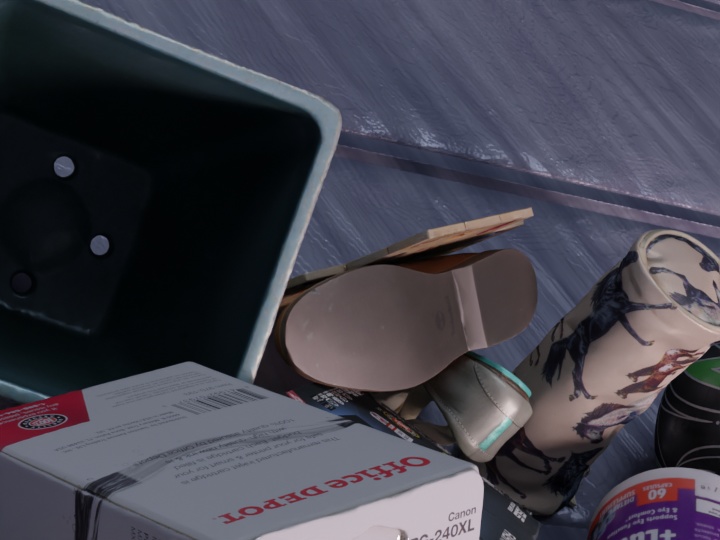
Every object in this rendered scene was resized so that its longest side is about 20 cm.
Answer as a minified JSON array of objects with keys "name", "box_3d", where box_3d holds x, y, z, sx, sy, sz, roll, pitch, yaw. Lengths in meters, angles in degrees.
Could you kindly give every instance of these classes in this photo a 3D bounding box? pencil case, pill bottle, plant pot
[{"name":"pencil case","box_3d":[0.149,0.063,1.207,0.089,0.200,0.078,15,38,-34]},{"name":"pill bottle","box_3d":[0.177,0.211,1.112,0.111,0.111,0.200,27,32,-7]},{"name":"plant pot","box_3d":[-0.154,-0.024,1.062,0.196,0.196,0.200,21,-6,-17]}]

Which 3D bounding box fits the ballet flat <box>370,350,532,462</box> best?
[{"name":"ballet flat","box_3d":[0.035,0.065,1.225,0.067,0.064,0.200,40,-4,-28]}]

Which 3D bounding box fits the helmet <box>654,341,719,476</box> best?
[{"name":"helmet","box_3d":[0.285,0.114,1.261,0.190,0.200,0.200,-17,39,7]}]

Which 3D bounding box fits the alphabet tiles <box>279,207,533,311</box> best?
[{"name":"alphabet tiles","box_3d":[0.000,0.000,1.190,0.167,0.200,0.008,-13,83,-49]}]

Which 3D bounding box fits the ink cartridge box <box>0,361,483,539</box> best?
[{"name":"ink cartridge box","box_3d":[-0.066,0.112,0.864,0.145,0.084,0.200,-12,20,-42]}]

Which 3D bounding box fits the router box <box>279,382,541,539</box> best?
[{"name":"router box","box_3d":[0.016,0.127,1.063,0.150,0.062,0.200,37,5,6]}]

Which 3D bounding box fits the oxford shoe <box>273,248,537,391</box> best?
[{"name":"oxford shoe","box_3d":[0.015,0.028,1.138,0.071,0.071,0.200,0,6,42]}]
